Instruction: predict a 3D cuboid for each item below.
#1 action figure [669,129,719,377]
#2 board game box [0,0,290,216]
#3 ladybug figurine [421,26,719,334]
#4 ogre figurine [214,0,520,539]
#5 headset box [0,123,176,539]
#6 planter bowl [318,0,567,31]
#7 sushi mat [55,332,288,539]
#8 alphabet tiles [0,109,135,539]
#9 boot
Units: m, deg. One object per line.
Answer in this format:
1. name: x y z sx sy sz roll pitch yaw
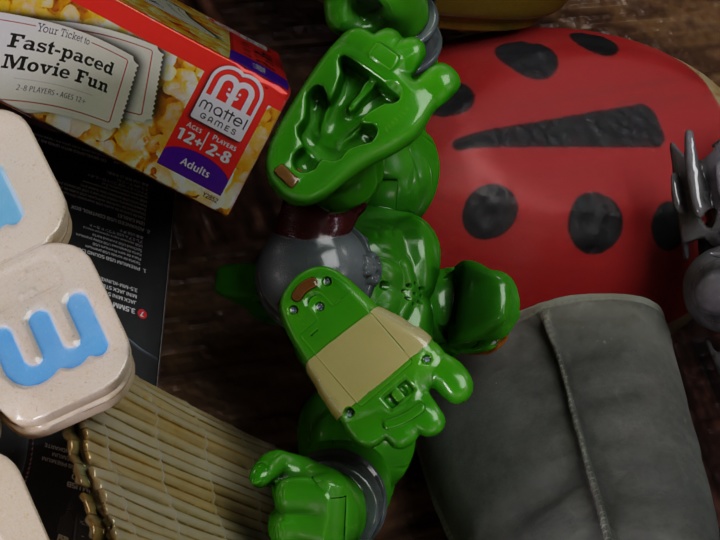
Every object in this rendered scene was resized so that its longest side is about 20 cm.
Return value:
1. action figure: 0.172 -0.002 0.960 0.200 0.069 0.130 -8 94 -58
2. board game box: -0.122 -0.090 0.838 0.200 0.152 0.046 27 96 -8
3. ladybug figurine: 0.073 -0.035 0.974 0.200 0.072 0.136 -11 70 -34
4. ogre figurine: 0.000 0.000 0.849 0.098 0.120 0.200 -14 78 1
5. headset box: -0.143 0.047 0.797 0.148 0.075 0.200 16 56 -22
6. planter bowl: 0.028 -0.138 0.974 0.200 0.200 0.084 -1 107 -31
7. sushi mat: -0.042 0.082 0.794 0.200 0.012 0.096 38 34 -68
8. alphabet tiles: -0.167 0.033 0.715 0.200 0.015 0.196 -25 62 -6
9. boot: 0.106 0.075 0.844 0.181 0.073 0.200 -12 26 6
